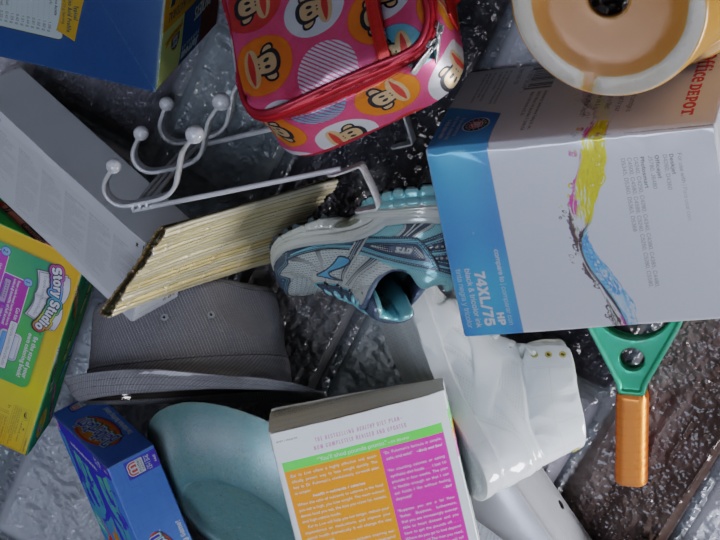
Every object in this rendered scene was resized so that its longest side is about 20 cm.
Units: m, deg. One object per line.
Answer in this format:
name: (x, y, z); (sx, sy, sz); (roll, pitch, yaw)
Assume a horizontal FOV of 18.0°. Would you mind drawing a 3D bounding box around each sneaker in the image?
sneaker: (0.093, 0.062, 1.710); (0.201, 0.115, 0.074); (64, 159, 11)
sneaker: (0.000, 0.000, 1.652); (0.200, 0.077, 0.087); (-24, 71, 53)

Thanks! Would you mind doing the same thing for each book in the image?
book: (0.019, 0.188, 1.671); (0.133, 0.048, 0.201); (-11, 108, 3)

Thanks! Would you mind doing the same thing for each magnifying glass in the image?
magnifying glass: (0.204, 0.072, 1.706); (0.079, 0.022, 0.201); (4, 118, 14)

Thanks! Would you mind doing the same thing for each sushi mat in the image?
sushi mat: (-0.099, -0.018, 1.650); (0.012, 0.200, 0.096); (49, 126, 17)

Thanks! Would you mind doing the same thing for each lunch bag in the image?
lunch bag: (-0.003, -0.190, 1.533); (0.175, 0.201, 0.082); (-21, 148, 19)

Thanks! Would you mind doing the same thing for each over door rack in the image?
over door rack: (-0.070, -0.095, 1.624); (0.199, 0.148, 0.067); (0, 113, 14)

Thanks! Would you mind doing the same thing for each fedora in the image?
fedora: (-0.126, 0.054, 1.735); (0.199, 0.177, 0.091); (-1, 83, -4)

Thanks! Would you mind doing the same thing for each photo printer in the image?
photo printer: (0.097, 0.228, 1.788); (0.166, 0.070, 0.200); (-27, 106, 26)

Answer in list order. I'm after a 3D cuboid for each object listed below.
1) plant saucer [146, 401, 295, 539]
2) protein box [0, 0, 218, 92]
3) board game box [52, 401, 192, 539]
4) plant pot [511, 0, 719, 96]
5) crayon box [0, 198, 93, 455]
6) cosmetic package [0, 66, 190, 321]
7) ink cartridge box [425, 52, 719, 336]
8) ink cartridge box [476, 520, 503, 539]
plant saucer: (-0.084, 0.180, 1.754); (0.200, 0.039, 0.202); (20, 146, 14)
protein box: (-0.205, -0.257, 1.587); (0.199, 0.135, 0.200); (13, 119, 9)
board game box: (-0.172, 0.211, 1.815); (0.045, 0.152, 0.201); (-27, 112, -16)
plant pot: (0.176, -0.206, 1.476); (0.199, 0.183, 0.201); (7, 118, 13)
crayon box: (-0.284, 0.036, 1.805); (0.118, 0.058, 0.201); (23, 120, 3)
cosmetic package: (-0.210, -0.059, 1.684); (0.200, 0.051, 0.083); (41, 141, 25)
ink cartridge box: (0.168, -0.056, 1.578); (0.199, 0.147, 0.147); (-4, 115, 19)
ink cartridge box: (0.077, 0.294, 1.764); (0.200, 0.041, 0.200); (35, 122, -4)
